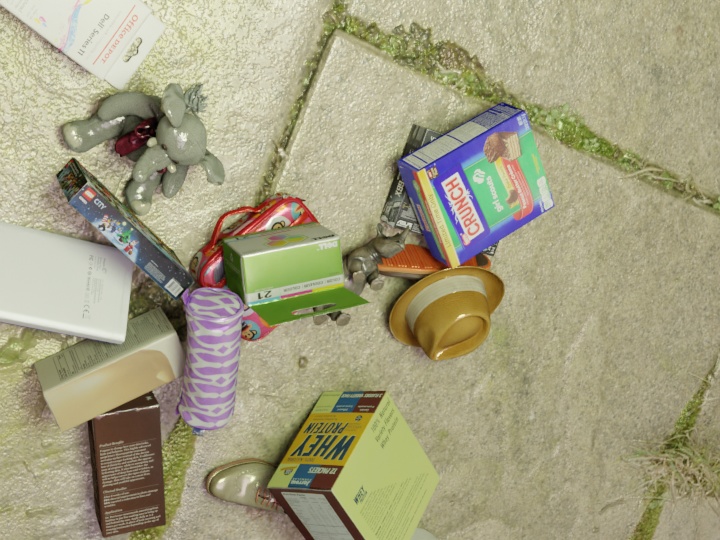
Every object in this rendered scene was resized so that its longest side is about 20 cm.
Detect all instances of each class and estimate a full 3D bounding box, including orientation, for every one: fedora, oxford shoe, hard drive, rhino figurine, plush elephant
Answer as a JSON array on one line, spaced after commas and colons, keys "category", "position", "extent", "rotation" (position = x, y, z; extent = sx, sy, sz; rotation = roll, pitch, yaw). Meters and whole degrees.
[{"category": "fedora", "position": [0.143, 0.080, 1.694], "extent": [0.197, 0.083, 0.202], "rotation": [-10, 141, -8]}, {"category": "oxford shoe", "position": [-0.145, 0.345, 1.703], "extent": [0.197, 0.074, 0.072], "rotation": [7, 105, -26]}, {"category": "oxford shoe", "position": [0.108, 0.008, 1.706], "extent": [0.197, 0.072, 0.074], "rotation": [5, 125, -15]}, {"category": "hard drive", "position": [-0.410, 0.017, 1.459], "extent": [0.198, 0.025, 0.134], "rotation": [14, 65, -28]}, {"category": "rhino figurine", "position": [0.000, 0.000, 1.630], "extent": [0.200, 0.088, 0.060], "rotation": [-45, 117, 7]}, {"category": "plush elephant", "position": [-0.263, -0.166, 1.426], "extent": [0.199, 0.155, 0.166], "rotation": [-38, 119, -7]}]

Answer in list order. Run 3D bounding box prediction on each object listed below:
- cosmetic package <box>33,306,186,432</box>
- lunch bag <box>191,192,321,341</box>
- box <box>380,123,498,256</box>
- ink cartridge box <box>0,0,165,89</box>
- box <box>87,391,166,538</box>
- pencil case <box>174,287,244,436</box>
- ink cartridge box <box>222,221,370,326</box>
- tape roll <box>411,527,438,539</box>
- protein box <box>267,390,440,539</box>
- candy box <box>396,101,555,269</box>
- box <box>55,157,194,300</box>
[{"category": "cosmetic package", "position": [-0.350, 0.137, 1.522], "extent": [0.198, 0.105, 0.072], "rotation": [-24, 118, -13]}, {"category": "lunch bag", "position": [-0.144, -0.017, 1.580], "extent": [0.199, 0.082, 0.177], "rotation": [-40, 115, -9]}, {"category": "box", "position": [0.147, -0.123, 1.688], "extent": [0.198, 0.050, 0.160], "rotation": [14, 101, -28]}, {"category": "ink cartridge box", "position": [-0.350, -0.328, 1.382], "extent": [0.199, 0.067, 0.118], "rotation": [36, 91, -29]}, {"category": "box", "position": [-0.346, 0.282, 1.592], "extent": [0.099, 0.075, 0.203], "rotation": [-7, 112, -22]}, {"category": "pencil case", "position": [-0.208, 0.122, 1.478], "extent": [0.084, 0.084, 0.203], "rotation": [14, 118, 7]}, {"category": "ink cartridge box", "position": [-0.088, 0.001, 1.451], "extent": [0.146, 0.200, 0.077], "rotation": [-11, 107, -20]}, {"category": "tape roll", "position": [0.077, 0.553, 1.878], "extent": [0.200, 0.071, 0.206], "rotation": [-8, 110, -22]}, {"category": "protein box", "position": [-0.006, 0.329, 1.678], "extent": [0.201, 0.134, 0.199], "rotation": [59, 45, -28]}, {"category": "candy box", "position": [0.176, -0.130, 1.626], "extent": [0.198, 0.077, 0.171], "rotation": [-30, 117, -12]}, {"category": "box", "position": [-0.317, -0.057, 1.451], "extent": [0.038, 0.137, 0.200], "rotation": [-44, 120, -2]}]
